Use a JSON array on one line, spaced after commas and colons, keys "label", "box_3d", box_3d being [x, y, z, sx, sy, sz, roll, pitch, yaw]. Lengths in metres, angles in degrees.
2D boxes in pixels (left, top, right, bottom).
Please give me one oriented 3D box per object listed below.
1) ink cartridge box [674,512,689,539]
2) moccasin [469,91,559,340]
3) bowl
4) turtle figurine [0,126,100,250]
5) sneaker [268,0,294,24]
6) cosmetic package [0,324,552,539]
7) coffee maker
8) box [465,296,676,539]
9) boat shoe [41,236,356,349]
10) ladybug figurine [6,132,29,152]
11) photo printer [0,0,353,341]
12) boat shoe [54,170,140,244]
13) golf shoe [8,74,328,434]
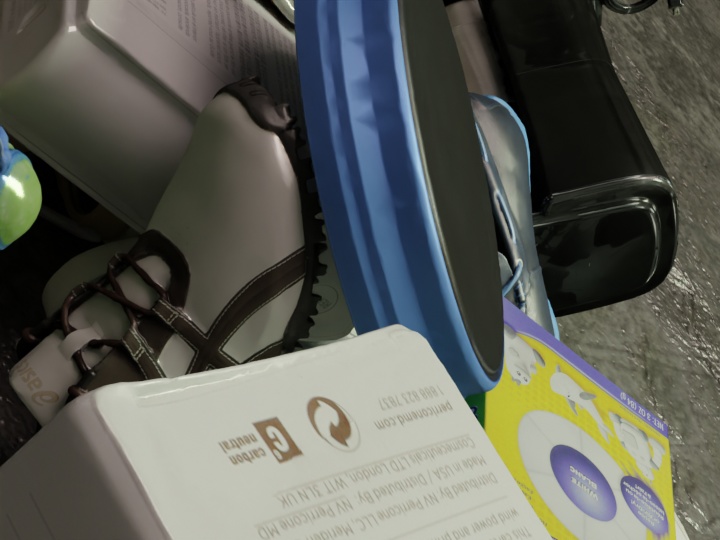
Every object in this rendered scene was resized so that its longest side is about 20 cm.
[{"label": "ink cartridge box", "box_3d": [0.071, 0.139, 0.824, 0.200, 0.084, 0.145, 6, 49, -51]}, {"label": "moccasin", "box_3d": [0.055, 0.003, 0.951, 0.068, 0.080, 0.201, 12, 66, -57]}, {"label": "bowl", "box_3d": [0.020, -0.042, 0.705, 0.201, 0.039, 0.202, -11, 90, -79]}, {"label": "turtle figurine", "box_3d": [-0.208, -0.021, 0.620, 0.193, 0.200, 0.144, 25, 73, 3]}, {"label": "sneaker", "box_3d": [-0.005, -0.145, 0.824, 0.079, 0.079, 0.200, 44, 20, 28]}, {"label": "cosmetic package", "box_3d": [-0.048, 0.145, 0.516, 0.167, 0.200, 0.167, 57, 28, 15]}, {"label": "coffee maker", "box_3d": [0.126, -0.090, 1.083, 0.135, 0.192, 0.201, 42, 25, -49]}, {"label": "box", "box_3d": [0.078, 0.107, 0.738, 0.117, 0.048, 0.200, 37, 32, -18]}, {"label": "boat shoe", "box_3d": [-0.050, 0.043, 0.785, 0.200, 0.070, 0.072, 22, 31, -46]}, {"label": "ladybug figurine", "box_3d": [-0.200, -0.127, 0.779, 0.200, 0.072, 0.136, 51, 31, 2]}, {"label": "photo printer", "box_3d": [-0.064, -0.069, 0.754, 0.200, 0.069, 0.167, 39, 24, -32]}, {"label": "boat shoe", "box_3d": [-0.124, -0.094, 0.850, 0.066, 0.074, 0.201, 23, 36, -48]}, {"label": "golf shoe", "box_3d": [-0.076, 0.025, 0.647, 0.094, 0.201, 0.078, 0, 25, -36]}]
